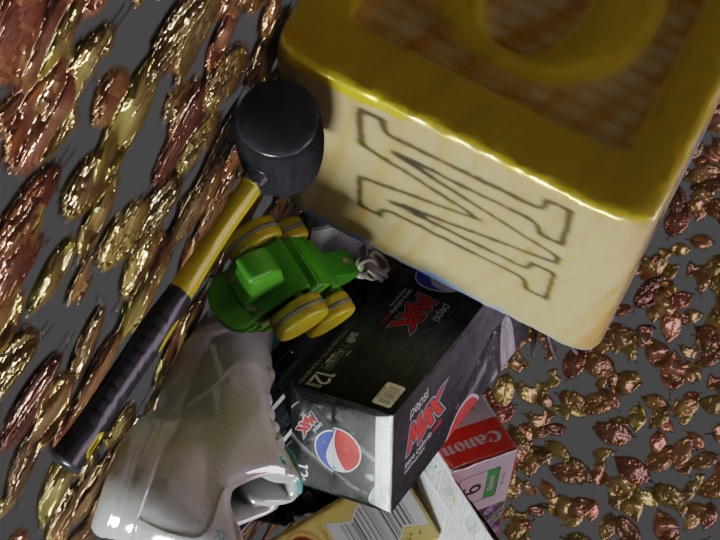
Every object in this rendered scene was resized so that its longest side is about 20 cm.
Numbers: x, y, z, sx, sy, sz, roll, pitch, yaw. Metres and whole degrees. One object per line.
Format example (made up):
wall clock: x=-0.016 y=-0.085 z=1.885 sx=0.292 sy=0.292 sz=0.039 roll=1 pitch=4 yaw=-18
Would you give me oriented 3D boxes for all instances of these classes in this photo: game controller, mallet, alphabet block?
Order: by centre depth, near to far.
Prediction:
mallet: x=-0.077 y=0.000 z=0.868 sx=0.200 sy=0.041 sz=0.066 roll=-56 pitch=172 yaw=-21
alphabet block: x=0.083 y=-0.105 z=0.982 sx=0.196 sy=0.196 sz=0.200 roll=-63 pitch=173 yaw=-16
game controller: x=-0.057 y=0.093 z=1.118 sx=0.200 sy=0.042 sz=0.104 roll=-49 pitch=148 yaw=-17

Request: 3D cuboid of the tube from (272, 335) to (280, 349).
tube: x=-0.050 y=0.073 z=1.261 sx=0.077 sy=0.050 sz=0.200 roll=-44 pitch=167 yaw=-38

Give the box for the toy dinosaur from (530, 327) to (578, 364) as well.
toy dinosaur: x=0.081 y=-0.041 z=1.238 sx=0.181 sy=0.200 sz=0.105 roll=-32 pitch=-153 yaw=10

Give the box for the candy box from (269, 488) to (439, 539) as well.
candy box: x=-0.059 y=0.199 z=1.177 sx=0.200 sy=0.057 sz=0.117 roll=-30 pitch=172 yaw=-24

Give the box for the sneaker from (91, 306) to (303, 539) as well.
sneaker: x=-0.066 y=0.086 z=1.007 sx=0.200 sy=0.088 sz=0.075 roll=-64 pitch=174 yaw=-55

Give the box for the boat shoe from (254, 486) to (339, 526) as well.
boat shoe: x=-0.049 y=0.132 z=1.238 sx=0.069 sy=0.057 sz=0.200 roll=-42 pitch=163 yaw=15

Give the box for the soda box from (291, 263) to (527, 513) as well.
soda box: x=0.032 y=0.050 z=1.108 sx=0.200 sy=0.063 sz=0.071 roll=-46 pitch=144 yaw=-50

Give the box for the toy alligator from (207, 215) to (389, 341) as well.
toy alligator: x=-0.037 y=0.010 z=1.034 sx=0.054 sy=0.059 sz=0.200 roll=-35 pitch=170 yaw=16

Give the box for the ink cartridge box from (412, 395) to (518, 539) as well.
ink cartridge box: x=0.054 y=0.124 z=1.195 sx=0.050 sy=0.200 sz=0.109 roll=-17 pitch=141 yaw=-22

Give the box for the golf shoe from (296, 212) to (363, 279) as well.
golf shoe: x=0.031 y=-0.059 z=1.143 sx=0.201 sy=0.094 sz=0.078 roll=-65 pitch=165 yaw=9

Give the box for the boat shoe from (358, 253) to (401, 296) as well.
boat shoe: x=0.000 y=0.000 z=1.289 sx=0.075 sy=0.062 sz=0.200 roll=-65 pitch=-177 yaw=-18
